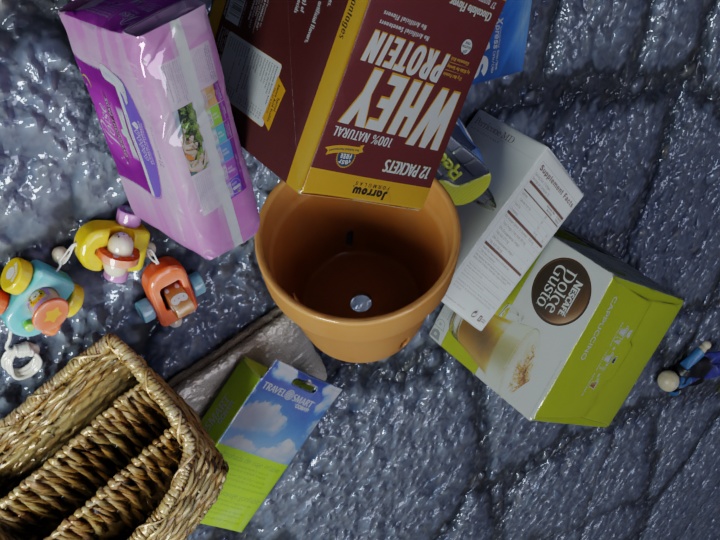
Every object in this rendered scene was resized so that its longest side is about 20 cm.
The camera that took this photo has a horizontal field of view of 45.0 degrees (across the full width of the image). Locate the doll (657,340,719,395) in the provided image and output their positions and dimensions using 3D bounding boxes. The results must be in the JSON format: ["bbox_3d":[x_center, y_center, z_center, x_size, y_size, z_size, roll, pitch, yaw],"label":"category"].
[{"bbox_3d":[0.644,0.190,1.666,0.197,0.049,0.138,-11,134,-28],"label":"doll"}]

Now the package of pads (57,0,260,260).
[{"bbox_3d":[-0.155,-0.117,0.690,0.075,0.120,0.202,-38,135,-30],"label":"package of pads"}]

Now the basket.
[{"bbox_3d":[-0.237,0.190,0.780,0.199,0.143,0.150,-39,142,-8],"label":"basket"}]

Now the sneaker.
[{"bbox_3d":[0.061,-0.159,0.904,0.073,0.083,0.201,-29,122,16],"label":"sneaker"}]

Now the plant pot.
[{"bbox_3d":[0.000,0.000,0.879,0.199,0.200,0.141,-34,152,-18],"label":"plant pot"}]

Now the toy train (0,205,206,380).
[{"bbox_3d":[-0.230,0.030,0.783,0.198,0.055,0.152,-26,132,-26],"label":"toy train"}]

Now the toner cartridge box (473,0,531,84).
[{"bbox_3d":[0.132,-0.296,0.883,0.094,0.043,0.203,-22,130,-30],"label":"toner cartridge box"}]

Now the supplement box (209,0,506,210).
[{"bbox_3d":[-0.018,-0.185,0.711,0.131,0.200,0.200,4,116,-42],"label":"supplement box"}]

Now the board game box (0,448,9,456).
[{"bbox_3d":[-0.364,0.255,0.846,0.104,0.023,0.203,-24,132,-26],"label":"board game box"}]

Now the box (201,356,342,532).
[{"bbox_3d":[-0.120,0.183,0.941,0.121,0.048,0.201,31,96,-47],"label":"box"}]

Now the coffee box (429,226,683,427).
[{"bbox_3d":[0.253,0.062,1.122,0.198,0.197,0.202,14,108,-45],"label":"coffee box"}]

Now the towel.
[{"bbox_3d":[-0.130,0.131,0.957,0.199,0.034,0.134,-36,137,-17],"label":"towel"}]

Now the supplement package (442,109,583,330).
[{"bbox_3d":[0.138,-0.057,1.000,0.201,0.117,0.117,-54,138,2],"label":"supplement package"}]
